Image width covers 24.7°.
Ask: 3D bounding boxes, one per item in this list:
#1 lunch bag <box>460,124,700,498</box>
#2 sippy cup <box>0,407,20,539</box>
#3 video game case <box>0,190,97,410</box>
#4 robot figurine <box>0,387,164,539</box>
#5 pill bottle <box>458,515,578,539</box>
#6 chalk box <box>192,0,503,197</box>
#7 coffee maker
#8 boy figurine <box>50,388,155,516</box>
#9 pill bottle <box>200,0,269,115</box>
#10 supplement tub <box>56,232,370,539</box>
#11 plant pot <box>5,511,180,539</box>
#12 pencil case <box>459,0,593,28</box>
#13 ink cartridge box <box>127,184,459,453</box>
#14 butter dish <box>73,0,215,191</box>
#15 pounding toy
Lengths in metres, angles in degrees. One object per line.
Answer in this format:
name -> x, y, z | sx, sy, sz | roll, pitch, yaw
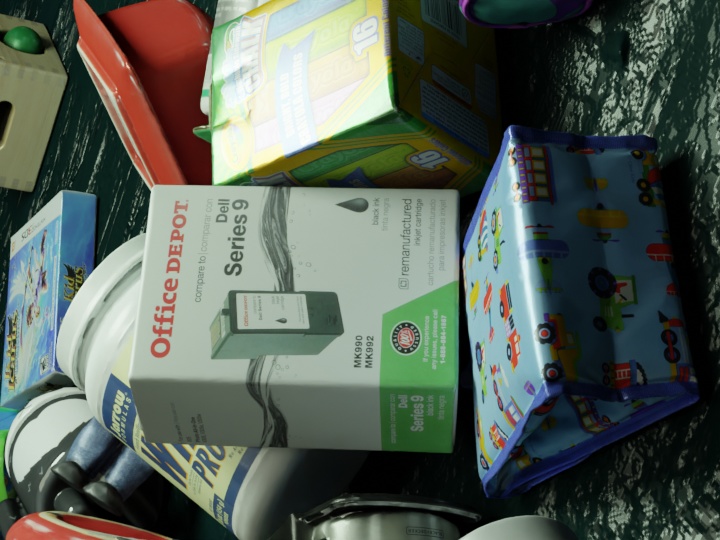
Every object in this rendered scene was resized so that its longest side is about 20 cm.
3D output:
lunch bag -> 0.097, 0.034, 0.936 | 0.200, 0.093, 0.152 | 128, 141, -60
sippy cup -> -0.423, 0.227, 1.811 | 0.178, 0.138, 0.132 | -28, -60, -77
video game case -> -0.342, 0.036, 1.795 | 0.181, 0.045, 0.203 | -30, 56, 57
robot figurine -> -0.252, 0.183, 1.491 | 0.200, 0.149, 0.126 | -144, 54, -59
pill bottle -> 0.104, 0.228, 0.817 | 0.115, 0.113, 0.201 | -63, 33, 30
chalk box -> -0.021, -0.102, 1.080 | 0.199, 0.124, 0.125 | -21, 61, 35
coffee maker -> 0.006, 0.258, 1.006 | 0.193, 0.133, 0.202 | 105, 165, -66
boy figurine -> -0.172, 0.109, 1.390 | 0.201, 0.124, 0.065 | -55, -8, -14
pill bottle -> -0.051, -0.208, 1.250 | 0.113, 0.112, 0.203 | 14, 93, 62
supplement tub -> -0.096, 0.078, 1.129 | 0.199, 0.145, 0.146 | 35, 118, 21
plant pot -> -0.216, 0.297, 1.318 | 0.200, 0.199, 0.185 | 3, 78, 62
pencil case -> 0.102, -0.251, 1.003 | 0.092, 0.084, 0.203 | 90, -179, -77
ink cartridge box -> -0.038, 0.029, 1.023 | 0.084, 0.197, 0.147 | 87, -175, -57
butter dish -> -0.133, -0.147, 1.368 | 0.200, 0.147, 0.201 | 48, 165, 55
pounding toy -> -0.450, -0.236, 1.980 | 0.202, 0.141, 0.184 | -68, 31, 23
